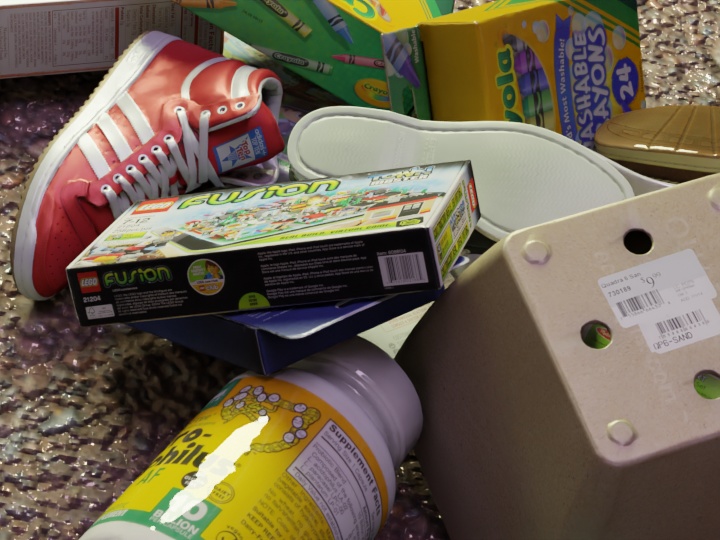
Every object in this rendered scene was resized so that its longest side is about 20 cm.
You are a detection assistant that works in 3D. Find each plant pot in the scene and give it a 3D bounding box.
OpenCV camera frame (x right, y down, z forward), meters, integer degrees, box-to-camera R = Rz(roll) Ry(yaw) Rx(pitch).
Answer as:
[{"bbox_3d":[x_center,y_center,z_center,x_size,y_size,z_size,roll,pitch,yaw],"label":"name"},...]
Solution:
[{"bbox_3d":[0.144,0.067,1.088,0.198,0.178,0.201,-15,62,-14],"label":"plant pot"}]

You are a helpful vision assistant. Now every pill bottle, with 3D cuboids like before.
[{"bbox_3d":[-0.051,0.120,1.072,0.112,0.113,0.200,30,46,15],"label":"pill bottle"}]

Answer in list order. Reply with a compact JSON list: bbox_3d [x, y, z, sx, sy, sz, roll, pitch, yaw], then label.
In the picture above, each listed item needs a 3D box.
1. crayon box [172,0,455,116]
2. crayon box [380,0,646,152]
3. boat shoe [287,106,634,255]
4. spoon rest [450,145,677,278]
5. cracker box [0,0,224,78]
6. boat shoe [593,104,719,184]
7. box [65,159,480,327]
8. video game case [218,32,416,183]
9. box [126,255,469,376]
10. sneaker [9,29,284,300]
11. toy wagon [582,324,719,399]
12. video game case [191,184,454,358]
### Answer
[{"bbox_3d":[-0.039,-0.186,1.317,0.199,0.058,0.119,29,36,-13],"label":"crayon box"},{"bbox_3d":[0.102,-0.102,1.300,0.051,0.127,0.199,5,18,42],"label":"crayon box"},{"bbox_3d":[0.057,-0.044,1.182,0.198,0.060,0.076,17,66,14],"label":"boat shoe"},{"bbox_3d":[0.139,-0.033,1.213,0.198,0.061,0.101,-2,90,-1],"label":"spoon rest"},{"bbox_3d":[-0.197,-0.185,1.357,0.198,0.058,0.134,-6,39,-17],"label":"cracker box"},{"bbox_3d":[0.239,-0.051,1.286,0.198,0.073,0.072,7,30,15],"label":"boat shoe"},{"bbox_3d":[-0.044,-0.015,1.112,0.198,0.035,0.110,-7,19,17],"label":"box"},{"bbox_3d":[-0.023,-0.108,1.346,0.199,0.022,0.182,25,41,22],"label":"video game case"},{"bbox_3d":[-0.041,0.011,1.140,0.120,0.033,0.199,-23,20,-30],"label":"box"},{"bbox_3d":[-0.117,-0.055,1.229,0.111,0.072,0.201,16,56,20],"label":"sneaker"},{"bbox_3d":[0.179,0.052,1.232,0.154,0.040,0.201,28,55,11],"label":"toy wagon"},{"bbox_3d":[0.000,0.000,1.271,0.199,0.024,0.182,-20,54,-29],"label":"video game case"}]
